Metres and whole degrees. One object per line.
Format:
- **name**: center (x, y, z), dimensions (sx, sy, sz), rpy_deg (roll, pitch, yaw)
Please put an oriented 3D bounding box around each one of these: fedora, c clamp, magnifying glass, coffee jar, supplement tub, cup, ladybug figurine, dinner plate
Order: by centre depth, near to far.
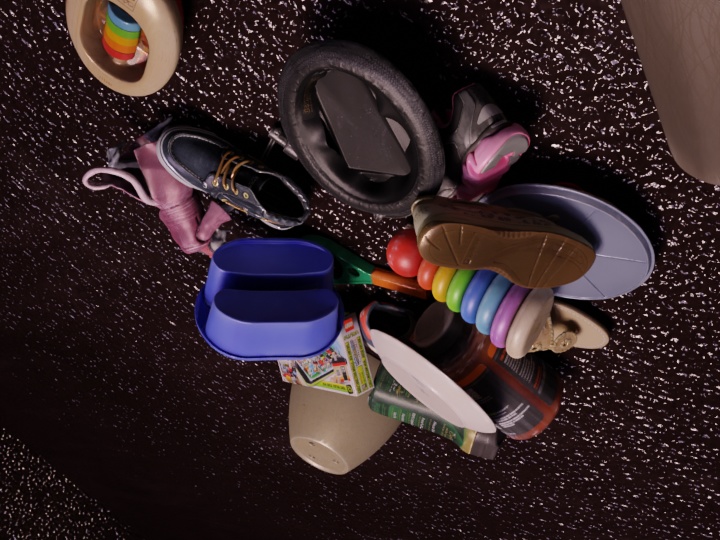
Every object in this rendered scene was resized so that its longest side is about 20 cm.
- **fedora**: center (0.014, -0.155, 0.897), dimensions (0.197, 0.092, 0.203), rpy_deg (21, 143, 16)
- **ladybug figurine**: center (-0.243, -0.269, 0.964), dimensions (0.135, 0.073, 0.200), rpy_deg (36, 148, -9)
- **c clamp**: center (-0.021, -0.116, 1.038), dimensions (0.198, 0.027, 0.171), rpy_deg (33, 157, 0)
- **dinner plate**: center (0.084, 0.145, 1.128), dimensions (0.199, 0.024, 0.201), rpy_deg (38, 167, 10)
- **supplement tub**: center (0.158, 0.119, 1.137), dimensions (0.199, 0.108, 0.106), rpy_deg (39, 147, -24)
- **magnifying glass**: center (0.000, 0.000, 1.194), dimensions (0.196, 0.023, 0.080), rpy_deg (18, 146, 22)
- **coffee jar**: center (0.116, 0.182, 1.270), dimensions (0.196, 0.105, 0.086), rpy_deg (22, 150, 12)
- **cup**: center (-0.035, 0.229, 1.419), dimensions (0.196, 0.145, 0.202), rpy_deg (20, 146, 14)

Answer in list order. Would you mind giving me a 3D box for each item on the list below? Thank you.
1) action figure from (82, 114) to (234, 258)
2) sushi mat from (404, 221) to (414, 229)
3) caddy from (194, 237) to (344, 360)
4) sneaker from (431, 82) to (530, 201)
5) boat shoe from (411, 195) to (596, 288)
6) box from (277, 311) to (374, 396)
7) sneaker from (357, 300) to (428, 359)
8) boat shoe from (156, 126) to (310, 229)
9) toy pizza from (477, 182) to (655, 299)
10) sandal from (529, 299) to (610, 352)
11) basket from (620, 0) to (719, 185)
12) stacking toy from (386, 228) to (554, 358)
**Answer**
- **action figure**: center (-0.228, -0.084, 1.150), dimensions (0.132, 0.149, 0.203), rpy_deg (-9, 118, 37)
- **sushi mat**: center (0.134, 0.010, 1.106), dimensions (0.197, 0.012, 0.096), rpy_deg (27, 147, 5)
- **caddy**: center (-0.114, 0.042, 1.165), dimensions (0.195, 0.144, 0.106), rpy_deg (1, 145, -11)
- **sneaker**: center (0.099, -0.117, 0.921), dimensions (0.096, 0.078, 0.200), rpy_deg (55, 154, 10)
- **boat shoe**: center (0.143, -0.035, 0.891), dimensions (0.196, 0.063, 0.074), rpy_deg (12, 129, -24)
- **box**: center (-0.062, 0.112, 1.300), dimensions (0.198, 0.034, 0.113), rpy_deg (0, 108, 55)
- **sneaker**: center (0.083, 0.103, 1.210), dimensions (0.197, 0.076, 0.085), rpy_deg (24, 158, 8)
- **boat shoe**: center (-0.148, -0.115, 1.079), dimensions (0.197, 0.072, 0.091), rpy_deg (28, 173, -15)
- **toy pizza**: center (0.212, -0.034, 0.957), dimensions (0.196, 0.032, 0.201), rpy_deg (18, 153, 9)
- **sandal**: center (0.185, 0.064, 1.060), dimensions (0.209, 0.070, 0.078), rpy_deg (28, 148, 3)
- **basket**: center (0.270, -0.169, 0.645), dimensions (0.177, 0.138, 0.201), rpy_deg (11, 148, 33)
- **stacking toy**: center (0.113, 0.015, 1.013), dimensions (0.198, 0.086, 0.086), rpy_deg (29, 150, 21)
